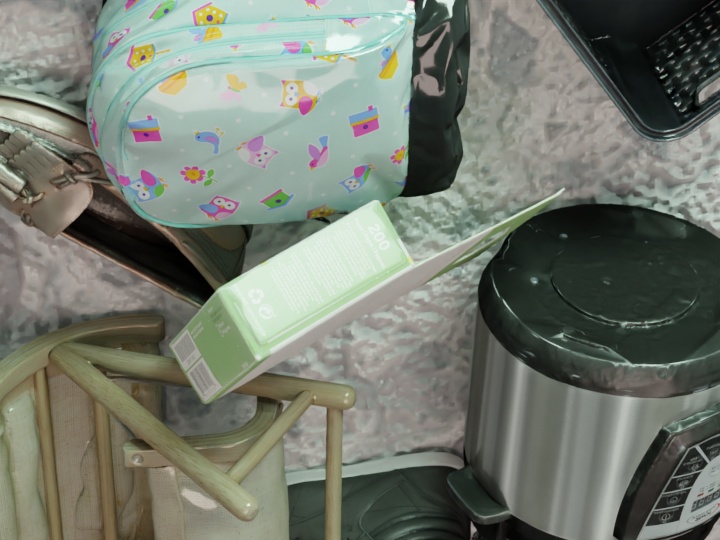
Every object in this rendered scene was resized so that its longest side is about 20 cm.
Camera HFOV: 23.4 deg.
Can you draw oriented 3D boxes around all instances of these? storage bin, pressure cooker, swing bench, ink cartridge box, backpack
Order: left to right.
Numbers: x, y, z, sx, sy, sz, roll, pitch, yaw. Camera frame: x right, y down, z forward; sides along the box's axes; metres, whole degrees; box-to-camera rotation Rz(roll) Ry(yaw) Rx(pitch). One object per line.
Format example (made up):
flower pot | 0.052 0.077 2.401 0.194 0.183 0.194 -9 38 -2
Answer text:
swing bench | -0.117 0.149 1.060 0.198 0.130 0.201 19 128 23
backpack | -0.044 -0.101 0.910 0.197 0.127 0.168 -4 129 -6
ink cartridge box | 0.000 0.000 0.959 0.199 0.146 0.048 -30 86 -21
pressure cooker | 0.151 0.083 1.057 0.174 0.179 0.202 11 126 9
storage bin | 0.149 -0.185 0.909 0.135 0.094 0.200 -34 126 14

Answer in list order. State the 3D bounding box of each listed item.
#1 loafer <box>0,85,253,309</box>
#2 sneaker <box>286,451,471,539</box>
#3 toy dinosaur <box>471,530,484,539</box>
loafer | -0.147 -0.039 0.965 0.199 0.063 0.072 24 143 -27
sneaker | -0.016 0.187 1.145 0.198 0.100 0.071 -14 130 1
toy dinosaur | 0.167 0.189 1.160 0.199 0.136 0.102 25 117 -26
